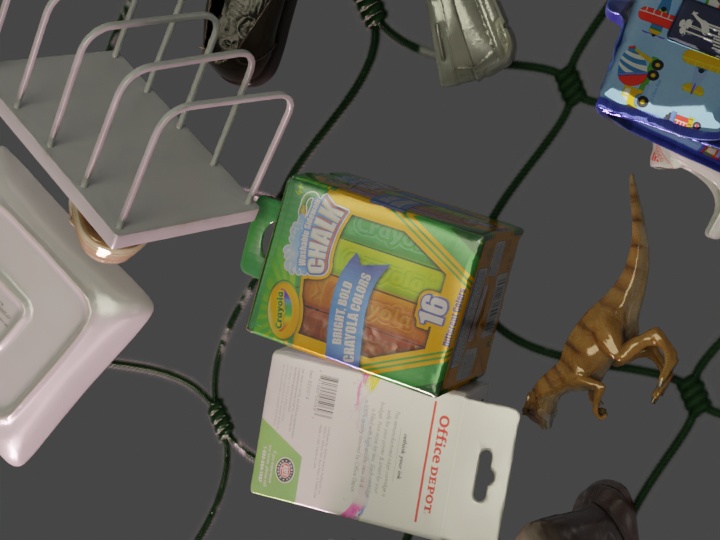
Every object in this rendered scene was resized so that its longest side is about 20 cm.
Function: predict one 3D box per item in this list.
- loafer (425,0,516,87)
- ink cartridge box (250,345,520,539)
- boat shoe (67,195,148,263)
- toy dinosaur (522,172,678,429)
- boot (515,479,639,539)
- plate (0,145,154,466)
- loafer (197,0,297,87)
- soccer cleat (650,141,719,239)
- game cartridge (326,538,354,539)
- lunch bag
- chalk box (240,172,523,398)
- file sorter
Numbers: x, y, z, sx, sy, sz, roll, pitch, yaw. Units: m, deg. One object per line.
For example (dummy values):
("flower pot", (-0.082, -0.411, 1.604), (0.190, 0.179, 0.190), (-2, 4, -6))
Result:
("loafer", (0.051, -0.233, 1.266), (0.070, 0.070, 0.200), (-23, 87, 11))
("ink cartridge box", (0.027, 0.132, 1.304), (0.200, 0.067, 0.117), (13, 98, 19))
("boat shoe", (-0.191, -0.056, 1.311), (0.072, 0.200, 0.065), (17, 120, -17))
("toy dinosaur", (0.185, 0.042, 1.246), (0.106, 0.060, 0.200), (33, 104, 15))
("boot", (0.167, 0.248, 1.193), (0.064, 0.200, 0.187), (-20, 87, 20))
("plate", (-0.300, 0.032, 1.430), (0.200, 0.032, 0.200), (45, 107, 10))
("loafer", (-0.077, -0.239, 1.309), (0.073, 0.071, 0.200), (12, 98, 18))
("soccer cleat", (0.230, -0.116, 1.212), (0.085, 0.069, 0.200), (-33, 88, 4))
("game cartridge", (0.044, 0.258, 1.273), (0.200, 0.133, 0.042), (17, 107, 18))
("lunch bag", (0.259, -0.144, 1.148), (0.200, 0.094, 0.151), (22, 83, 3))
("chalk box", (0.000, 0.000, 1.273), (0.200, 0.124, 0.125), (17, 99, 17))
("file sorter", (-0.165, -0.135, 1.257), (0.200, 0.139, 0.125), (47, 129, 26))
